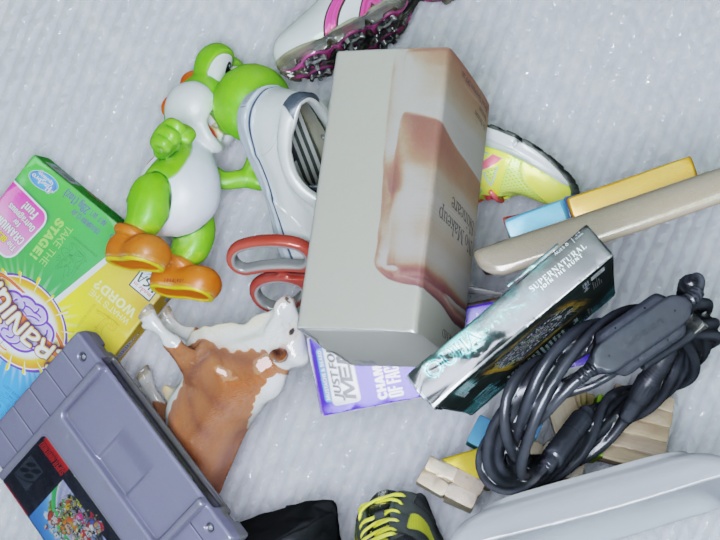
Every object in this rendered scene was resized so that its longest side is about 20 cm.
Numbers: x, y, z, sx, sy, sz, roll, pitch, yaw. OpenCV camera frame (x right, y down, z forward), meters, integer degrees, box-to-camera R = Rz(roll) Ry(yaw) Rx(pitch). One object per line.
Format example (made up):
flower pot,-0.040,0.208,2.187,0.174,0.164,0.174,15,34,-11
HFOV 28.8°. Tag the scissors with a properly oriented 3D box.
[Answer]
scissors,0.000,0.000,1.022,0.200,0.014,0.073,-3,129,18

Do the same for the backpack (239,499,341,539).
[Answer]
backpack,-0.062,0.295,1.042,0.163,0.154,0.200,-19,101,27

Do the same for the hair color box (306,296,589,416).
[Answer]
hair color box,0.068,0.058,1.042,0.200,0.109,0.065,-13,88,6

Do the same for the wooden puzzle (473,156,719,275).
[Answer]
wooden puzzle,0.169,-0.040,0.986,0.185,0.200,0.037,-18,90,6

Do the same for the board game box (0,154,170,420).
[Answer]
board game box,-0.257,0.033,1.114,0.153,0.040,0.200,38,93,6

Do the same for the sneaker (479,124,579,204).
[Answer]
sneaker,0.067,-0.073,1.065,0.200,0.078,0.090,20,91,18

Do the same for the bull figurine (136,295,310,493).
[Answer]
bull figurine,-0.117,0.088,1.055,0.121,0.065,0.200,35,120,12

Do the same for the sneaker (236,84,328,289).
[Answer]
sneaker,-0.028,-0.043,1.038,0.073,0.071,0.200,-39,117,-24

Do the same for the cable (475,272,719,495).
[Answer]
cable,0.160,0.083,0.959,0.200,0.163,0.051,-36,65,-8

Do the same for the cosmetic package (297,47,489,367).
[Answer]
cosmetic package,0.026,-0.041,0.959,0.087,0.103,0.200,1,74,22

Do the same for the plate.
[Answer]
plate,0.163,0.170,0.990,0.199,0.200,0.032,-18,71,6

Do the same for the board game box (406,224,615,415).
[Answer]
board game box,0.101,0.038,0.883,0.135,0.200,0.028,-40,78,3

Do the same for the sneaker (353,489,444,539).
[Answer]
sneaker,0.016,0.201,1.007,0.074,0.200,0.085,-21,76,9

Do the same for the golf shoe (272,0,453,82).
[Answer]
golf shoe,0.009,-0.222,1.077,0.200,0.073,0.092,-36,79,-5

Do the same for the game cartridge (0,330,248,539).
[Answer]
game cartridge,-0.186,0.160,1.032,0.130,0.038,0.200,-46,70,13

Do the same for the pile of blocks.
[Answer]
pile of blocks,0.138,0.132,1.062,0.200,0.062,0.082,-10,76,-2

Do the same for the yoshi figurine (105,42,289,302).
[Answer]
yoshi figurine,-0.111,-0.082,1.056,0.112,0.112,0.200,17,71,-6
